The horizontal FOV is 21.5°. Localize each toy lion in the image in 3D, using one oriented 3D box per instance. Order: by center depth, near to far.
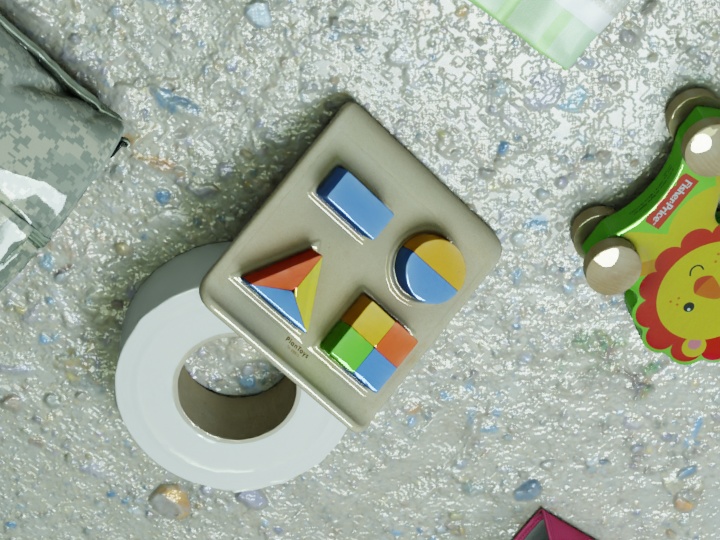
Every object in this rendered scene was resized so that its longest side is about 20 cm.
[{"bbox_3d":[0.282,-0.021,1.531,0.191,0.069,0.200,27,114,-24],"label":"toy lion"}]

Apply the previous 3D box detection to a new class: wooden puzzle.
[{"bbox_3d":[0.000,0.000,1.483,0.185,0.046,0.200,41,80,-21],"label":"wooden puzzle"}]

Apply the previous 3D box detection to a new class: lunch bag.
[{"bbox_3d":[-0.292,-0.105,1.415,0.168,0.139,0.200,-46,115,2],"label":"lunch bag"}]

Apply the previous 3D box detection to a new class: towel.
[{"bbox_3d":[0.163,-0.260,1.408,0.149,0.031,0.200,33,113,-17],"label":"towel"}]

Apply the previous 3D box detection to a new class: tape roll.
[{"bbox_3d":[-0.101,0.081,1.562,0.200,0.071,0.204,-1,119,-2],"label":"tape roll"}]

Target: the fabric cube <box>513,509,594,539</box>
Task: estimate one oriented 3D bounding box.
[{"bbox_3d":[0.191,0.374,1.659,0.199,0.200,0.197,31,112,-18],"label":"fabric cube"}]
